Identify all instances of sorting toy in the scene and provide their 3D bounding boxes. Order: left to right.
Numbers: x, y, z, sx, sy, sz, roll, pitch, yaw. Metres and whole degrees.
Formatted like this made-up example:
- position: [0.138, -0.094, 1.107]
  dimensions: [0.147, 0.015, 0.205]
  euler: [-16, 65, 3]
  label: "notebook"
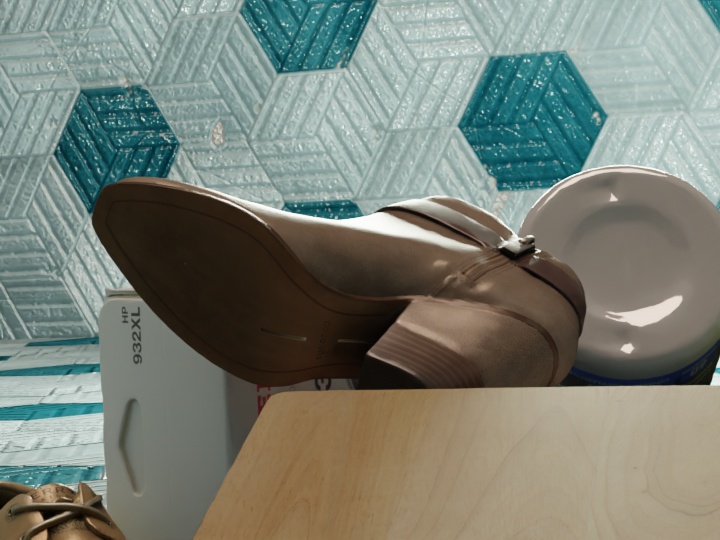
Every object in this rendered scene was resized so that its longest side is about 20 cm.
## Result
- position: [0.051, 0.104, 0.985]
  dimensions: [0.198, 0.070, 0.200]
  euler: [-1, 16, 9]
  label: "sorting toy"

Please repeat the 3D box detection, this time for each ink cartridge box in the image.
- position: [-0.019, 0.074, 1.307]
  dimensions: [0.084, 0.145, 0.200]
  euler: [0, 4, 43]
  label: "ink cartridge box"

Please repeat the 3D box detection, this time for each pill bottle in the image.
- position: [0.128, 0.038, 1.435]
  dimensions: [0.114, 0.114, 0.200]
  euler: [-3, -25, -2]
  label: "pill bottle"

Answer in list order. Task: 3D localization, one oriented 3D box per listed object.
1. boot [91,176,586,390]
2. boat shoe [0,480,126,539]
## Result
- position: [0.000, 0.000, 1.213]
  dimensions: [0.200, 0.070, 0.146]
  euler: [34, 32, 12]
  label: "boot"
- position: [-0.136, 0.124, 1.191]
  dimensions: [0.071, 0.065, 0.200]
  euler: [-4, 2, -26]
  label: "boat shoe"
